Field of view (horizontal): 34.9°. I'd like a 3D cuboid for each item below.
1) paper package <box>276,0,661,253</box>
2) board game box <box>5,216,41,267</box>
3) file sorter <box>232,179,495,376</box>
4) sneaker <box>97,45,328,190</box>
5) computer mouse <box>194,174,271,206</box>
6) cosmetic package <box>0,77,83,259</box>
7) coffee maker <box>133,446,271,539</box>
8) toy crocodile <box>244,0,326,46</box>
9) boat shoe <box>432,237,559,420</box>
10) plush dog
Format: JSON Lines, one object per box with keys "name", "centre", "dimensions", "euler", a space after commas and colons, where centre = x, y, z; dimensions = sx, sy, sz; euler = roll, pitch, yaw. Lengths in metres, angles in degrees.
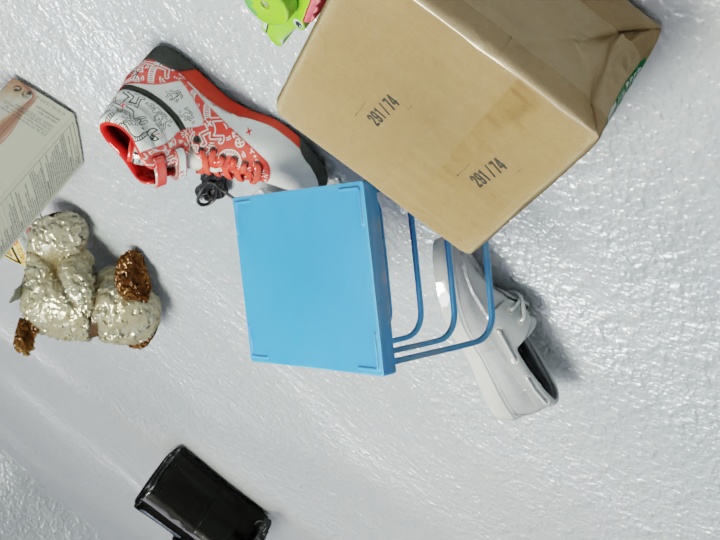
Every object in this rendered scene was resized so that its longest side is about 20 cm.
{"name": "paper package", "centre": [0.062, -0.129, 0.752], "dimensions": [0.189, 0.104, 0.200], "euler": [36, 151, -3]}
{"name": "board game box", "centre": [-0.508, -0.093, 1.507], "dimensions": [0.198, 0.047, 0.153], "euler": [26, 150, 18]}
{"name": "file sorter", "centre": [0.000, 0.000, 0.932], "dimensions": [0.199, 0.121, 0.142], "euler": [-1, 96, 55]}
{"name": "sneaker", "centre": [-0.134, -0.101, 1.008], "dimensions": [0.200, 0.109, 0.067], "euler": [35, 152, 1]}
{"name": "computer mouse", "centre": [-0.073, -0.046, 1.097], "dimensions": [0.199, 0.044, 0.110], "euler": [39, 148, 7]}
{"name": "cosmetic package", "centre": [-0.391, -0.090, 1.215], "dimensions": [0.086, 0.201, 0.104], "euler": [29, 151, 8]}
{"name": "coffee maker", "centre": [-0.259, 0.389, 1.897], "dimensions": [0.199, 0.135, 0.192], "euler": [39, 129, -7]}
{"name": "toy crocodile", "centre": [-0.031, -0.215, 0.764], "dimensions": [0.061, 0.068, 0.200], "euler": [34, 152, 2]}
{"name": "boat shoe", "centre": [0.121, 0.050, 1.003], "dimensions": [0.067, 0.072, 0.202], "euler": [-15, 117, 21]}
{"name": "plush dog", "centre": [-0.332, 0.041, 1.434], "dimensions": [0.168, 0.163, 0.201], "euler": [9, 149, 0]}
